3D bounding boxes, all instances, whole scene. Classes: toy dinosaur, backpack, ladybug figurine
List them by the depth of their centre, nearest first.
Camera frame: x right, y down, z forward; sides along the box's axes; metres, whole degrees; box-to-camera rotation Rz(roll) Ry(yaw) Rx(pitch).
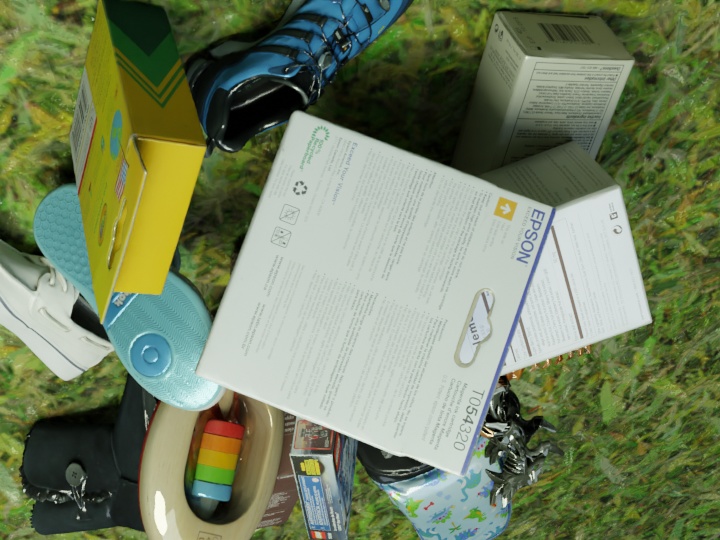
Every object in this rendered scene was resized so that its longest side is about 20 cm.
[{"bbox_3d":[0.104,0.116,0.871,0.199,0.102,0.137,-24,106,35],"label":"toy dinosaur"},{"bbox_3d":[-0.134,0.160,0.877,0.071,0.203,0.135,0,161,46],"label":"ladybug figurine"},{"bbox_3d":[0.094,0.226,1.147,0.162,0.155,0.201,-27,150,-5],"label":"backpack"}]

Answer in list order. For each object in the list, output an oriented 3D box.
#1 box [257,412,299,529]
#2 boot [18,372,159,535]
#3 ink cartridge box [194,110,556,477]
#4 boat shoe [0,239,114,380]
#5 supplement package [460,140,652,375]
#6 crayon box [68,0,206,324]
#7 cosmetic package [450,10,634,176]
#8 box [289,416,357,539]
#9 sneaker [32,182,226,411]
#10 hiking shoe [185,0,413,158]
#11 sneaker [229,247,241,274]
[{"bbox_3d":[-0.116,0.208,1.030,0.099,0.076,0.200,-7,157,-16],"label":"box"},{"bbox_3d":[-0.239,0.148,0.947,0.166,0.203,0.076,-2,179,20],"label":"boot"},{"bbox_3d":[0.011,0.016,0.710,0.198,0.199,0.043,21,174,3],"label":"ink cartridge box"},{"bbox_3d":[-0.261,0.020,0.833,0.065,0.072,0.201,-28,138,-1],"label":"boat shoe"},{"bbox_3d":[0.107,0.000,0.806,0.198,0.122,0.121,-19,114,3],"label":"supplement package"},{"bbox_3d":[-0.153,-0.076,0.688,0.050,0.201,0.128,5,131,-26],"label":"crayon box"},{"bbox_3d":[0.144,-0.113,0.870,0.104,0.072,0.202,-1,132,-19],"label":"cosmetic package"},{"bbox_3d":[-0.026,0.124,0.939,0.039,0.202,0.138,1,136,6],"label":"box"},{"bbox_3d":[-0.157,0.019,0.798,0.079,0.201,0.131,-38,171,6],"label":"sneaker"},{"bbox_3d":[-0.035,-0.154,0.744,0.199,0.087,0.074,-34,136,11],"label":"hiking shoe"},{"bbox_3d":[-0.082,0.061,0.947,0.075,0.071,0.202,-8,135,-17],"label":"sneaker"}]
